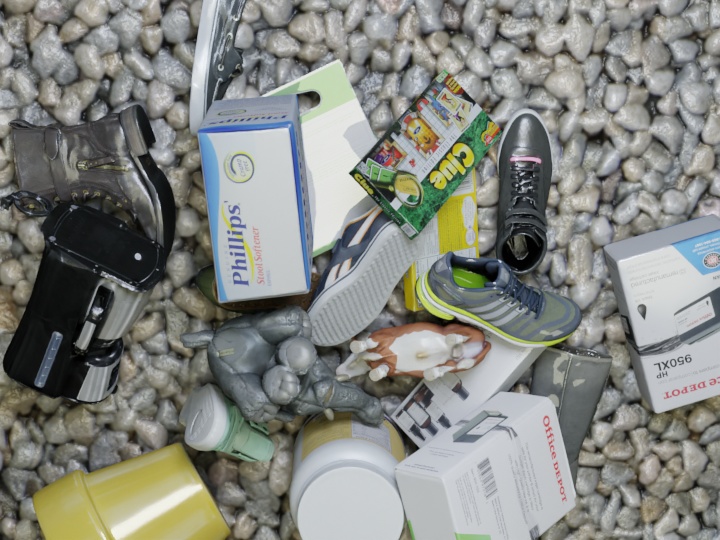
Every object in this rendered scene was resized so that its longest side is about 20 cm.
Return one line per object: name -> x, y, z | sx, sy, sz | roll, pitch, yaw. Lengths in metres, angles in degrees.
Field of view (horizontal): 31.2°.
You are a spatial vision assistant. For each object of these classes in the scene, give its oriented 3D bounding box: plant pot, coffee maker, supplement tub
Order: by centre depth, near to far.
coffee maker -> -0.343, 0.032, 1.508 | 0.192, 0.134, 0.201 | 38, 121, 14
supplement tub -> -0.013, 0.255, 1.545 | 0.143, 0.200, 0.147 | 0, 104, -1
plant pot -> -0.268, 0.312, 1.567 | 0.188, 0.201, 0.202 | -30, 103, -9

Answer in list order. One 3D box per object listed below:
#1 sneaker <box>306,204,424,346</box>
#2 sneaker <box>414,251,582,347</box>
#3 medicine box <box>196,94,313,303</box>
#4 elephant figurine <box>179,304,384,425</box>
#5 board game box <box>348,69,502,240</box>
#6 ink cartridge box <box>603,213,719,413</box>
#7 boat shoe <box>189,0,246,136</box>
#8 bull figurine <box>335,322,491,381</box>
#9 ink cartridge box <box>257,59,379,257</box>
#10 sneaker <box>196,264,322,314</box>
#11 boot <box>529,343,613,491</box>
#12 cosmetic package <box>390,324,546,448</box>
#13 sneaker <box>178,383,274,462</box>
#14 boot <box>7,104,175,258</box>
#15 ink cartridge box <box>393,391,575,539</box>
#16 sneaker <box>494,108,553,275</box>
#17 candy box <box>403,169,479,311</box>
sneaker -> 0.000, 0.000, 1.516 | 0.078, 0.080, 0.200 | 24, 119, -34
sneaker -> 0.166, 0.032, 1.490 | 0.198, 0.081, 0.075 | 13, 59, -9
medicine box -> -0.111, -0.084, 1.412 | 0.102, 0.200, 0.184 | -6, 107, 0
elephant figurine -> -0.084, 0.125, 1.488 | 0.141, 0.200, 0.156 | -32, 67, 8
board game box -> 0.078, -0.135, 1.475 | 0.105, 0.023, 0.200 | 46, 55, -10
ink cartridge box -> 0.393, 0.053, 1.564 | 0.143, 0.084, 0.202 | -17, 104, 3
boat shoe -> -0.161, -0.252, 1.490 | 0.056, 0.069, 0.202 | 9, 101, -4
bull figurine -> 0.054, 0.099, 1.533 | 0.198, 0.121, 0.066 | -10, 92, 17
ink cartridge box -> -0.046, -0.131, 1.529 | 0.144, 0.048, 0.202 | -24, 103, 5
sneaker -> -0.109, 0.025, 1.557 | 0.198, 0.090, 0.068 | 12, 91, -35
boot -> 0.212, 0.188, 1.600 | 0.180, 0.073, 0.202 | 4, 110, -16
cosmetic package -> 0.133, 0.134, 1.579 | 0.083, 0.051, 0.200 | 43, 100, 20
sneaker -> -0.147, 0.189, 1.534 | 0.117, 0.200, 0.074 | 28, 86, -11
boot -> -0.319, -0.097, 1.532 | 0.172, 0.069, 0.202 | -13, 100, 8
ink cartridge box -> 0.147, 0.250, 1.485 | 0.199, 0.084, 0.147 | -28, 110, -38
sneaker -> 0.196, -0.085, 1.519 | 0.070, 0.099, 0.203 | 4, 103, -1
candy box -> 0.094, -0.059, 1.540 | 0.101, 0.026, 0.203 | -11, 105, -28
